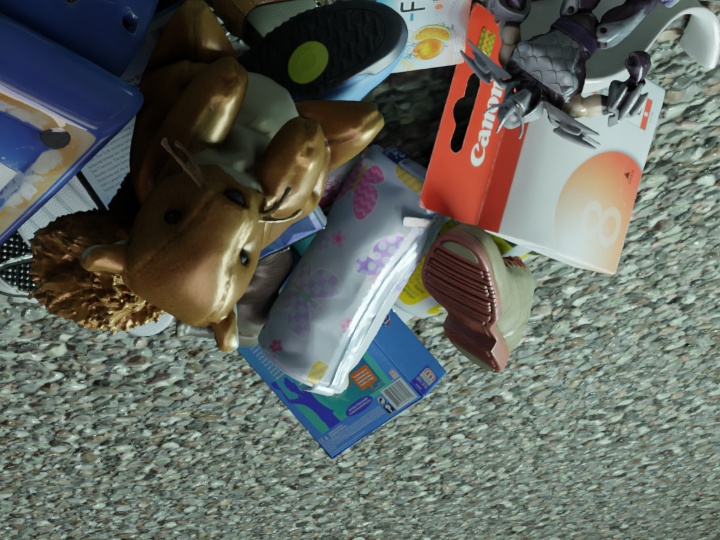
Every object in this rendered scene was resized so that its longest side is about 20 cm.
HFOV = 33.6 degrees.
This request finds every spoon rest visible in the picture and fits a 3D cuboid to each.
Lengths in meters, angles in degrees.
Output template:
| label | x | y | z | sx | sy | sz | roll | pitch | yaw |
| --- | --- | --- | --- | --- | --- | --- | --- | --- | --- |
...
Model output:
| label | x | y | z | sx | sy | sz | roll | pitch | yaw |
| --- | --- | --- | --- | --- | --- | --- | --- | --- | --- |
| spoon rest | 0.191 | -0.174 | 0.881 | 0.200 | 0.099 | 0.061 | -12 | 138 | -31 |

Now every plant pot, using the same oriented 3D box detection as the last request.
| label | x | y | z | sx | sy | sz | roll | pitch | yaw |
| --- | --- | --- | --- | --- | --- | --- | --- | --- | --- |
| plant pot | -0.239 | -0.129 | 0.674 | 0.200 | 0.180 | 0.200 | 26 | 132 | -37 |

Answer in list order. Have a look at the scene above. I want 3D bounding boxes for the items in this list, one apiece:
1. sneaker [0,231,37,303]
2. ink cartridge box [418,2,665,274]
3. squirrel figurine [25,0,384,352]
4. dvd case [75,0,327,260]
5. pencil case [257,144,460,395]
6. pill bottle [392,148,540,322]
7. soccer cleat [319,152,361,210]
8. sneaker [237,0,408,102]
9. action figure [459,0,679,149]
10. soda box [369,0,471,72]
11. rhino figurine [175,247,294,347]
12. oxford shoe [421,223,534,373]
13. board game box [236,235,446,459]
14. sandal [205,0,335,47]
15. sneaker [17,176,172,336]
| label | x | y | z | sx | sy | sz | roll | pitch | yaw |
| --- | --- | --- | --- | --- | --- | --- | --- | --- | --- |
| sneaker | -0.239 | -0.001 | 1.046 | 0.200 | 0.074 | 0.080 | 12 | 165 | -37 |
| ink cartridge box | 0.146 | -0.098 | 0.921 | 0.200 | 0.162 | 0.050 | 17 | 178 | -44 |
| squirrel figurine | -0.099 | -0.025 | 0.687 | 0.141 | 0.187 | 0.200 | 35 | 124 | -22 |
| dvd case | -0.133 | -0.083 | 0.854 | 0.143 | 0.018 | 0.200 | -25 | 114 | 14 |
| pencil case | 0.000 | 0.000 | 0.945 | 0.200 | 0.091 | 0.083 | -57 | 148 | 11 |
| pill bottle | 0.071 | -0.029 | 1.049 | 0.200 | 0.114 | 0.114 | -32 | 145 | 31 |
| soccer cleat | -0.098 | -0.070 | 0.959 | 0.200 | 0.070 | 0.086 | -22 | 149 | 18 |
| sneaker | -0.046 | -0.110 | 0.792 | 0.200 | 0.066 | 0.078 | -27 | 149 | 22 |
| action figure | 0.152 | -0.167 | 0.792 | 0.200 | 0.130 | 0.069 | -49 | 175 | -6 |
| soda box | 0.036 | -0.215 | 0.765 | 0.068 | 0.064 | 0.200 | -8 | 150 | -6 |
| rhino figurine | -0.099 | 0.000 | 0.962 | 0.087 | 0.060 | 0.200 | 6 | 145 | -11 |
| oxford shoe | 0.100 | 0.008 | 0.955 | 0.075 | 0.070 | 0.200 | -51 | 157 | -17 |
| board game box | -0.041 | 0.056 | 1.060 | 0.152 | 0.200 | 0.045 | -40 | -178 | 45 |
| sandal | -0.064 | -0.173 | 0.787 | 0.082 | 0.055 | 0.200 | -29 | 131 | 18 |
| sneaker | -0.224 | -0.031 | 0.966 | 0.073 | 0.071 | 0.200 | -31 | 121 | 0 |
